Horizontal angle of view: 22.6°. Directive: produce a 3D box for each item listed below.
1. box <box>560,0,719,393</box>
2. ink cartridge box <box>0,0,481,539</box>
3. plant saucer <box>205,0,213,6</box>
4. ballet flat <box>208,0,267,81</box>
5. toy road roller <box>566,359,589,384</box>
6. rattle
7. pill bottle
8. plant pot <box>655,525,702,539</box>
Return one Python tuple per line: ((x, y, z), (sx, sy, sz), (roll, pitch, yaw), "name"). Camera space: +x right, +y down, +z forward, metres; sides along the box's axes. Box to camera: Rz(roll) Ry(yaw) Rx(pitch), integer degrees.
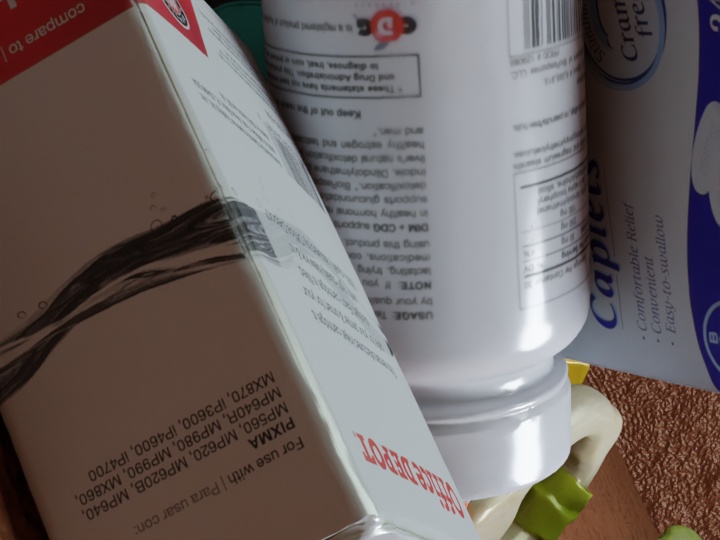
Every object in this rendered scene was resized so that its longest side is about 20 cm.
((0.117, -0.060, 0.696), (0.199, 0.104, 0.186), (10, -69, 56), "box")
((-0.050, 0.011, 0.528), (0.201, 0.083, 0.144), (64, 8, 19), "ink cartridge box")
((-0.044, -0.130, 0.785), (0.200, 0.029, 0.202), (-27, 122, -57), "plant saucer")
((-0.027, -0.101, 0.726), (0.073, 0.072, 0.202), (49, 54, -59), "ballet flat")
((0.065, 0.018, 1.128), (0.123, 0.144, 0.201), (-116, -143, -49), "toy road roller")
((0.047, 0.092, 0.961), (0.199, 0.130, 0.143), (-10, 60, -54), "rattle")
((0.025, -0.028, 0.646), (0.113, 0.112, 0.202), (-85, 171, -74), "pill bottle")
((0.176, 0.247, 0.957), (0.185, 0.200, 0.200), (55, 4, 28), "plant pot")
